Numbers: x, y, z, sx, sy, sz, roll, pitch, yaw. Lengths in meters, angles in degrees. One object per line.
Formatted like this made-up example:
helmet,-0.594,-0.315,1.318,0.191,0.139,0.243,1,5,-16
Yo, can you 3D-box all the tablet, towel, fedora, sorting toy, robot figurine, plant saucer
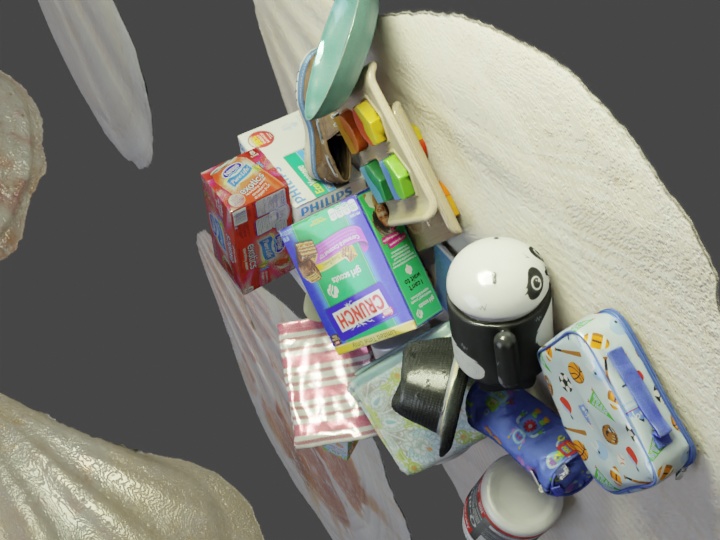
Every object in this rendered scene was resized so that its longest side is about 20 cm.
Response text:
tablet,0.159,0.058,1.629,0.200,0.014,0.131,50,159,38
towel,-0.046,0.164,1.844,0.030,0.146,0.201,46,-147,-72
fedora,0.094,0.143,1.579,0.091,0.201,0.201,14,149,6
sorting toy,0.022,-0.151,1.531,0.201,0.036,0.185,67,167,-6
robot figurine,0.167,0.054,1.424,0.150,0.125,0.201,37,150,41
plant saucer,-0.019,-0.273,1.480,0.200,0.036,0.201,-164,90,-77
towel,0.097,0.183,1.730,0.172,0.200,0.048,56,-154,-4
sorting toy,0.069,-0.122,1.603,0.186,0.036,0.200,64,167,-1

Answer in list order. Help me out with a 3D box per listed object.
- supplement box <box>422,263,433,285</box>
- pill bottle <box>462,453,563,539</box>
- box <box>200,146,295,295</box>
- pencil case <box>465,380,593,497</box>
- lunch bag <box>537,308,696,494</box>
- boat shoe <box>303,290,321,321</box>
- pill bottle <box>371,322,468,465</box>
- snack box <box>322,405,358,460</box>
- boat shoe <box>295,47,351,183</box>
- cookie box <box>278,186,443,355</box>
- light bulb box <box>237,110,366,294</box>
supplement box,0.043,0.027,1.825,0.069,0.066,0.200,61,163,6
pill bottle,0.208,0.338,1.716,0.116,0.115,0.200,57,161,18
box,-0.164,-0.071,1.807,0.096,0.099,0.200,51,158,32
pencil case,0.213,0.210,1.547,0.200,0.087,0.078,41,165,43
lunch bag,0.279,0.147,1.317,0.201,0.075,0.160,61,160,9
boat shoe,-0.027,-0.016,1.813,0.201,0.071,0.063,-62,21,15
pill bottle,0.092,0.182,1.825,0.116,0.116,0.201,21,134,65
snack box,0.005,0.186,1.952,0.053,0.200,0.143,23,149,14
boat shoe,-0.040,-0.218,1.725,0.072,0.072,0.201,21,132,35
cookie box,0.000,0.000,1.696,0.171,0.075,0.201,-22,95,44
light bulb box,-0.085,-0.107,1.901,0.198,0.124,0.201,50,157,37
